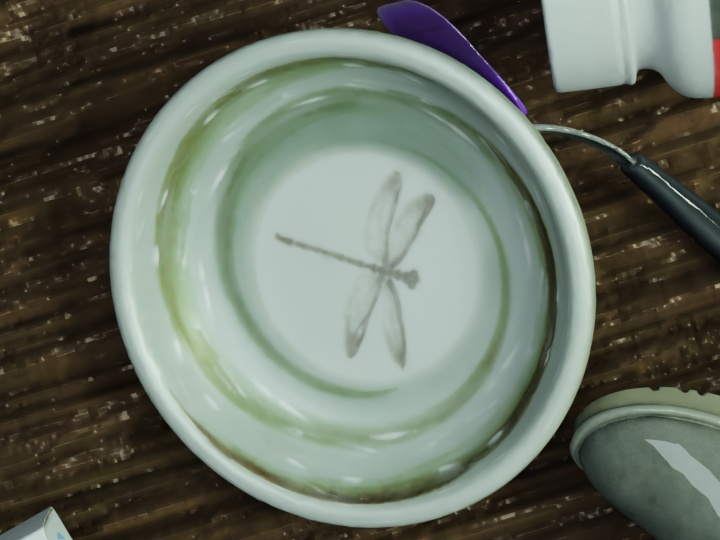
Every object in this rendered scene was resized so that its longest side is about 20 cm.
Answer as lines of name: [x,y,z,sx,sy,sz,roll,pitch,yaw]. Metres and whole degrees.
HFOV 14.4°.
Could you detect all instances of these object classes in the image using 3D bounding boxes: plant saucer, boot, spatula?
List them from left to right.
plant saucer: [0.000,0.000,1.129,0.199,0.050,0.201,4,106,16]
spatula: [0.091,-0.046,1.118,0.199,0.056,0.021,31,78,-18]
boot: [0.147,0.155,1.056,0.181,0.073,0.201,23,51,-5]

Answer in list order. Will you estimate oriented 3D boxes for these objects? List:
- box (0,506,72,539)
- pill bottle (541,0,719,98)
box: [-0.142,0.221,1.142,0.155,0.041,0.201,-30,99,4]
pill bottle: [0.167,-0.128,1.099,0.199,0.114,0.115,-8,89,5]
